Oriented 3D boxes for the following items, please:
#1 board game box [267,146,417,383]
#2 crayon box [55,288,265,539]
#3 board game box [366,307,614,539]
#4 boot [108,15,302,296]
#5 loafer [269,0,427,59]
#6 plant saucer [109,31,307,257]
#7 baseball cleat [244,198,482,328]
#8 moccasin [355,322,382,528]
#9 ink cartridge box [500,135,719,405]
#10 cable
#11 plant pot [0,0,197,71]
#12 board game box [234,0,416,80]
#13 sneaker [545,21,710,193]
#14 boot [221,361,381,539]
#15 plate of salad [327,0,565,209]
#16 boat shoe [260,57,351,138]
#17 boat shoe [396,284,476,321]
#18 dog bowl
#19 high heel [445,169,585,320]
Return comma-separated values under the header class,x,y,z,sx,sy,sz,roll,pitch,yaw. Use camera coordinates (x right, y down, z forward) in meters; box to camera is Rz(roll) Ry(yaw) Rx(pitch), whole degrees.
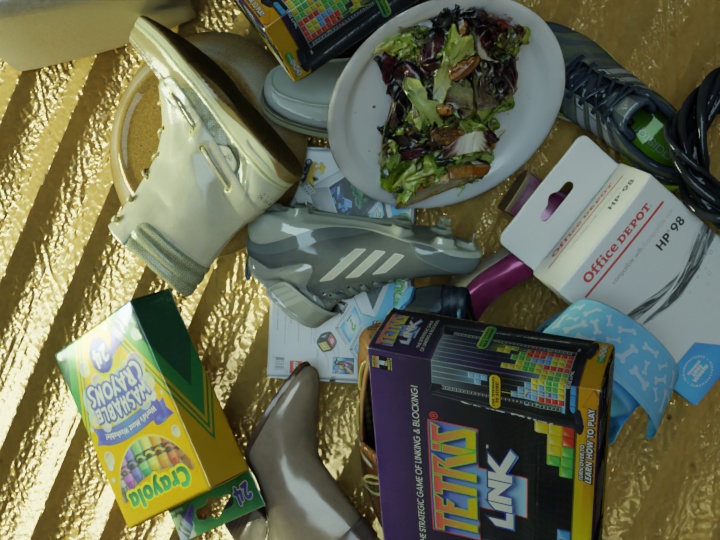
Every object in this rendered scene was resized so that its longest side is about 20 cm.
class,x,y,z,sx,sy,sz,roll,pitch,yaw
board game box,-0.015,-0.005,0.934,0.124,0.035,0.203,3,91,8
crayon box,-0.175,0.135,0.919,0.125,0.051,0.202,-31,82,37
board game box,0.094,0.135,0.771,0.163,0.057,0.202,7,124,20
boot,-0.159,-0.097,0.884,0.155,0.072,0.200,-46,73,16
loafer,0.012,-0.209,0.911,0.197,0.071,0.074,-12,89,8
plant saucer,-0.143,-0.112,0.933,0.197,0.035,0.204,-1,88,20
baseball cleat,0.000,0.000,0.889,0.197,0.070,0.108,12,104,14
moccasin,0.032,0.146,0.889,0.072,0.078,0.204,1,113,7
ink cartridge box,0.222,-0.001,0.851,0.199,0.067,0.116,37,96,-15
cable,0.329,-0.095,0.810,0.197,0.051,0.166,13,90,0
plant pot,-0.232,-0.290,0.894,0.174,0.200,0.203,-4,90,-1
board game box,-0.028,-0.256,0.850,0.164,0.057,0.201,-35,42,0
sneaker,0.208,-0.141,0.878,0.199,0.081,0.074,37,95,7
boot,-0.036,0.199,0.907,0.146,0.070,0.202,35,116,22
plate of salad,0.072,-0.122,0.839,0.198,0.201,0.048,-26,45,7
boat shoe,0.017,-0.154,0.888,0.197,0.069,0.076,1,60,-8
boat shoe,0.090,0.100,0.858,0.068,0.085,0.201,-13,128,24
dog bowl,0.180,0.078,0.830,0.111,0.200,0.050,40,78,4
high heel,0.127,0.020,0.908,0.095,0.067,0.202,31,94,-9
